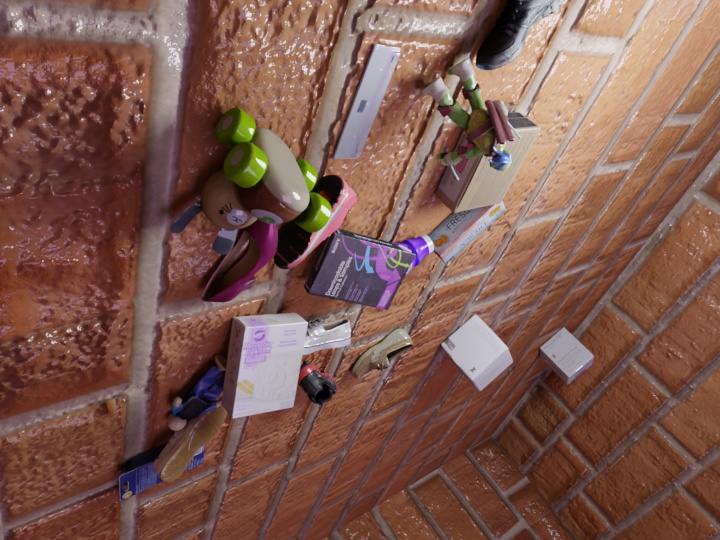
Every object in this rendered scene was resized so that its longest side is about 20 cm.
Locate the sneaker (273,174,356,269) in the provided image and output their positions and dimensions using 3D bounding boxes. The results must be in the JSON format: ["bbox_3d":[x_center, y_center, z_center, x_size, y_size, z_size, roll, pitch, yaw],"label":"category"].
[{"bbox_3d":[-0.075,-0.075,0.990,0.200,0.074,0.087,-49,150,13],"label":"sneaker"}]

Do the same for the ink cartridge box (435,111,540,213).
[{"bbox_3d":[0.270,-0.232,1.174,0.164,0.075,0.201,-13,140,-36],"label":"ink cartridge box"}]

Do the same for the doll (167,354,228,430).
[{"bbox_3d":[-0.335,0.267,1.160,0.200,0.048,0.136,-47,148,9],"label":"doll"}]

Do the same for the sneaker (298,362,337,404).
[{"bbox_3d":[-0.100,0.308,1.428,0.071,0.098,0.200,-42,151,-2],"label":"sneaker"}]

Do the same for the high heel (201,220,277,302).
[{"bbox_3d":[-0.203,-0.017,0.919,0.096,0.067,0.200,-25,151,-44],"label":"high heel"}]

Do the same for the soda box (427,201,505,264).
[{"bbox_3d":[0.252,-0.111,1.320,0.200,0.064,0.068,-43,150,4],"label":"soda box"}]

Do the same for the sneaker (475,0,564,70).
[{"bbox_3d":[0.258,-0.430,0.927,0.200,0.073,0.082,-50,138,0],"label":"sneaker"}]

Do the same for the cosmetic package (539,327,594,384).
[{"bbox_3d":[1.027,0.429,2.744,0.167,0.200,0.166,-40,150,-2],"label":"cosmetic package"}]

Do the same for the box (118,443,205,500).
[{"bbox_3d":[-0.459,0.449,1.268,0.199,0.032,0.121,-17,142,-37],"label":"box"}]

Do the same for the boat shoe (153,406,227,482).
[{"bbox_3d":[-0.383,0.365,1.220,0.200,0.069,0.071,-49,134,-26],"label":"boat shoe"}]

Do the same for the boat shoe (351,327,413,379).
[{"bbox_3d":[0.063,0.247,1.561,0.200,0.066,0.074,-41,149,0],"label":"boat shoe"}]

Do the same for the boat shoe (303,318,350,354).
[{"bbox_3d":[-0.106,0.144,1.253,0.199,0.071,0.070,-4,104,-34],"label":"boat shoe"}]

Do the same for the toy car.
[{"bbox_3d":[-0.175,-0.096,0.794,0.200,0.158,0.164,-38,139,18],"label":"toy car"}]

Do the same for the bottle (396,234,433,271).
[{"bbox_3d":[0.074,-0.017,1.237,0.199,0.065,0.084,-29,142,-20],"label":"bottle"}]

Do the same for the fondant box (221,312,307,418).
[{"bbox_3d":[-0.197,0.192,1.127,0.144,0.058,0.201,-1,108,-38],"label":"fondant box"}]

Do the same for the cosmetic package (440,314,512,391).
[{"bbox_3d":[0.407,0.289,1.905,0.165,0.165,0.200,-41,151,0],"label":"cosmetic package"}]

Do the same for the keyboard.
[{"bbox_3d":[0.007,-0.269,0.899,0.056,0.011,0.201,-6,135,-37],"label":"keyboard"}]

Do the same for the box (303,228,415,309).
[{"bbox_3d":[0.000,0.000,1.128,0.199,0.036,0.143,13,114,-29],"label":"box"}]

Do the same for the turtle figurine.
[{"bbox_3d":[0.189,-0.262,0.984,0.144,0.194,0.200,-28,-165,22],"label":"turtle figurine"}]
